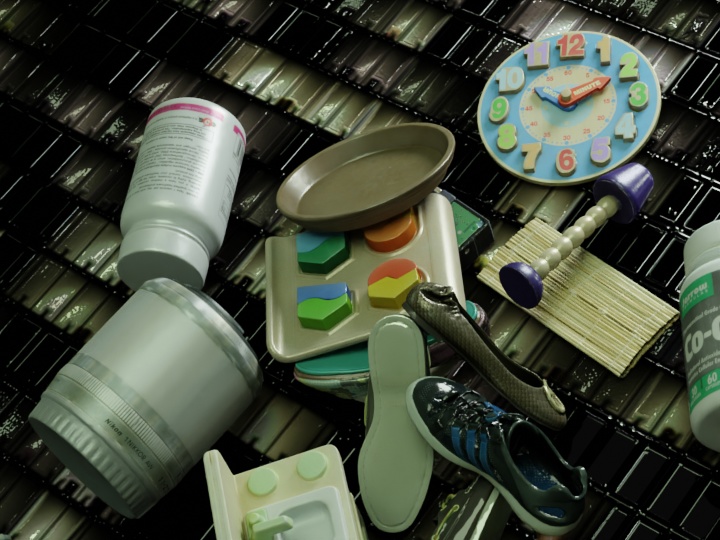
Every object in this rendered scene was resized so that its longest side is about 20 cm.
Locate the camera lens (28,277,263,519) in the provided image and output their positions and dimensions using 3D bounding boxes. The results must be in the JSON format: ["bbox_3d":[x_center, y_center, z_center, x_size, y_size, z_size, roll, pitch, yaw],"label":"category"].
[{"bbox_3d":[-0.206,0.120,1.746,0.159,0.161,0.200,31,68,33],"label":"camera lens"}]

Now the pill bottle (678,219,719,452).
[{"bbox_3d":[0.353,0.059,1.645,0.112,0.114,0.202,-8,52,12],"label":"pill bottle"}]

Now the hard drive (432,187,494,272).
[{"bbox_3d":[0.024,-0.008,1.847,0.200,0.038,0.139,-45,54,-15],"label":"hard drive"}]

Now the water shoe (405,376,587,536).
[{"bbox_3d":[0.126,0.147,1.584,0.199,0.079,0.071,39,53,21],"label":"water shoe"}]

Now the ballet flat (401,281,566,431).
[{"bbox_3d":[0.124,0.078,1.671,0.046,0.200,0.067,-49,10,6],"label":"ballet flat"}]

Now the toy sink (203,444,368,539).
[{"bbox_3d":[-0.051,0.244,1.582,0.111,0.201,0.131,-18,50,4],"label":"toy sink"}]

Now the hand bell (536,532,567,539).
[{"bbox_3d":[0.159,0.264,1.589,0.103,0.105,0.201,4,43,20],"label":"hand bell"}]

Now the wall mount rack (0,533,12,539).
[{"bbox_3d":[-0.385,0.333,1.678,0.172,0.075,0.200,-20,48,-27],"label":"wall mount rack"}]

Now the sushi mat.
[{"bbox_3d":[0.215,0.024,1.778,0.096,0.012,0.199,-43,54,-16],"label":"sushi mat"}]

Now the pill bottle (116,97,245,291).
[{"bbox_3d":[-0.195,-0.076,1.918,0.112,0.114,0.202,-1,54,17],"label":"pill bottle"}]

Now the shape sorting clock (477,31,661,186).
[{"bbox_3d":[0.222,-0.177,1.908,0.198,0.039,0.202,-9,52,12],"label":"shape sorting clock"}]

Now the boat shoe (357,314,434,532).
[{"bbox_3d":[0.037,0.142,1.679,0.071,0.060,0.204,2,92,9],"label":"boat shoe"}]

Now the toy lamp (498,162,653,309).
[{"bbox_3d":[0.221,-0.040,1.783,0.200,0.059,0.058,-39,52,-26],"label":"toy lamp"}]

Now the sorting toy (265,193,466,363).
[{"bbox_3d":[0.000,0.000,1.781,0.198,0.037,0.186,-13,40,7],"label":"sorting toy"}]

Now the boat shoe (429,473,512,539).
[{"bbox_3d":[0.091,0.240,1.620,0.060,0.072,0.202,17,64,22],"label":"boat shoe"}]

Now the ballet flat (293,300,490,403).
[{"bbox_3d":[0.036,0.092,1.747,0.198,0.072,0.069,-19,33,-1],"label":"ballet flat"}]

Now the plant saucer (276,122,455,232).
[{"bbox_3d":[0.008,-0.095,1.858,0.198,0.030,0.201,-18,25,9],"label":"plant saucer"}]
